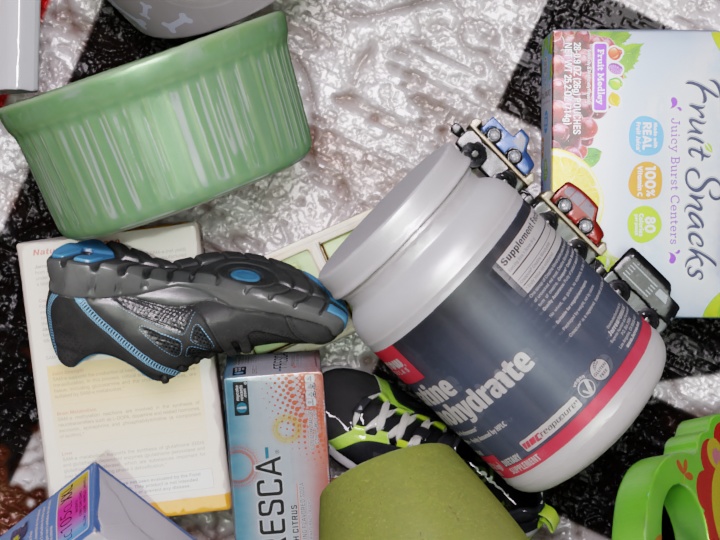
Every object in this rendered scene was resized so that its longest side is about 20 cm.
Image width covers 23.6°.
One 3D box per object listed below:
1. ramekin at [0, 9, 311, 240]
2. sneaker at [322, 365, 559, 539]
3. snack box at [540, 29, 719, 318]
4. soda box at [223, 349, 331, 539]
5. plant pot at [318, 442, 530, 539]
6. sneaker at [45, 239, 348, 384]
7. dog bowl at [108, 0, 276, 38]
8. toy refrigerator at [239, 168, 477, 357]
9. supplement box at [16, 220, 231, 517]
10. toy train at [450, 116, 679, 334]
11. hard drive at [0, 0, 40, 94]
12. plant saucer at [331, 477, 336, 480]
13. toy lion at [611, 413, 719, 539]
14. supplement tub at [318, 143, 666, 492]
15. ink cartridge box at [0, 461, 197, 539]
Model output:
[{"bbox_3d":[-0.129,-0.094,1.142,0.199,0.200,0.098,-20,99,-2],"label":"ramekin"},{"bbox_3d":[0.051,0.119,1.189,0.200,0.083,0.072,32,58,2],"label":"sneaker"},{"bbox_3d":[0.212,-0.067,1.213,0.168,0.068,0.201,1,92,-1],"label":"snack box"},{"bbox_3d":[-0.053,0.158,1.163,0.068,0.064,0.201,-4,100,-3],"label":"soda box"},{"bbox_3d":[0.051,0.217,1.076,0.187,0.187,0.200,-20,68,-2],"label":"plant pot"},{"bbox_3d":[-0.108,0.032,1.139,0.199,0.073,0.082,8,108,1],"label":"sneaker"},{"bbox_3d":[-0.091,-0.231,1.148,0.200,0.200,0.059,-33,125,-1],"label":"dog bowl"},{"bbox_3d":[0.000,0.000,1.206,0.199,0.070,0.076,-23,92,-1],"label":"toy refrigerator"},{"bbox_3d":[-0.161,0.071,1.199,0.126,0.074,0.201,-6,91,-2],"label":"supplement box"},{"bbox_3d":[0.139,-0.035,1.164,0.200,0.034,0.046,44,89,0],"label":"toy train"},{"bbox_3d":[-0.270,-0.220,1.180,0.132,0.026,0.201,1,90,37],"label":"hard drive"},{"bbox_3d":[-0.005,0.246,1.228,0.200,0.032,0.201,0,91,-2],"label":"plant saucer"},{"bbox_3d":[0.235,0.181,1.159,0.200,0.069,0.192,31,55,-41],"label":"toy lion"},{"bbox_3d":[0.085,0.031,1.111,0.200,0.140,0.140,44,89,-6],"label":"supplement tub"},{"bbox_3d":[-0.203,0.241,1.160,0.200,0.076,0.136,-39,118,15],"label":"ink cartridge box"}]
